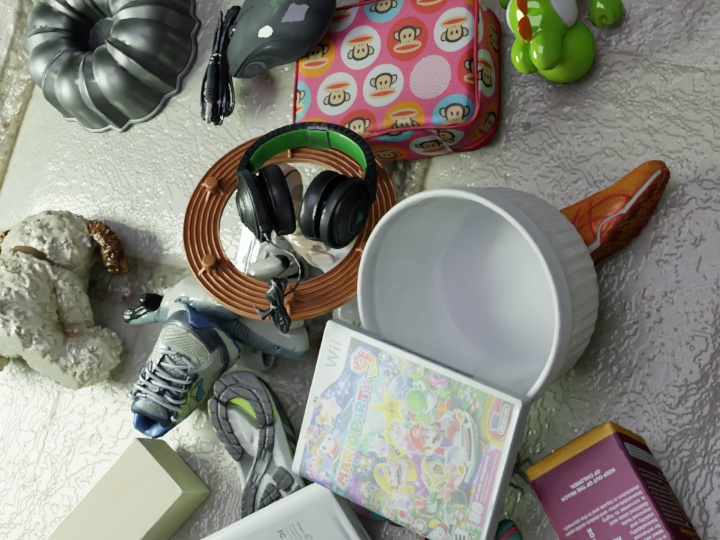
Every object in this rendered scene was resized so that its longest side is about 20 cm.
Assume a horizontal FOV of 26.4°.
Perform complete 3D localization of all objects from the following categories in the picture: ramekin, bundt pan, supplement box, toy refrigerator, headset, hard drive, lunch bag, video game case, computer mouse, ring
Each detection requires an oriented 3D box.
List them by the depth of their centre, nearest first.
[{"bbox_3d":[0.228,0.234,1.245,0.086,0.110,0.200,-33,65,15],"label":"supplement box"},{"bbox_3d":[0.038,0.140,1.287,0.200,0.018,0.144,21,105,32],"label":"video game case"},{"bbox_3d":[0.107,0.022,1.298,0.200,0.105,0.201,9,106,36],"label":"ramekin"},{"bbox_3d":[-0.052,-0.045,1.340,0.123,0.094,0.200,4,47,10],"label":"headset"},{"bbox_3d":[-0.064,-0.046,1.380,0.200,0.019,0.201,-4,60,7],"label":"ring"},{"bbox_3d":[-0.079,0.285,1.390,0.200,0.027,0.132,-28,99,16],"label":"hard drive"},{"bbox_3d":[0.033,-0.196,1.461,0.199,0.082,0.177,-5,74,24],"label":"lunch bag"},{"bbox_3d":[-0.244,0.260,1.485,0.076,0.070,0.200,44,98,20],"label":"toy refrigerator"},{"bbox_3d":[-0.102,-0.234,1.499,0.200,0.053,0.139,-21,55,48],"label":"computer mouse"},{"bbox_3d":[-0.275,-0.252,1.625,0.201,0.076,0.202,-7,73,24],"label":"bundt pan"}]

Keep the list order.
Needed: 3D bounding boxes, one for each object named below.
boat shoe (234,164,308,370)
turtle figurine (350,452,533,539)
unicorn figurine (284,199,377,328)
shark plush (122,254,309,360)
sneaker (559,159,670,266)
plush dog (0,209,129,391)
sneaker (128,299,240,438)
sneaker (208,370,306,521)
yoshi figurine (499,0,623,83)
[{"bbox_3d":[-0.084,-0.002,1.475,0.066,0.072,0.200,17,86,23],"label":"boat shoe"},{"bbox_3d":[0.086,0.210,1.330,0.200,0.101,0.150,25,89,34],"label":"turtle figurine"},{"bbox_3d":[0.000,0.000,1.403,0.137,0.074,0.201,-8,78,-5],"label":"unicorn figurine"},{"bbox_3d":[-0.144,0.049,1.433,0.199,0.091,0.083,-7,116,20],"label":"shark plush"},{"bbox_3d":[0.187,-0.034,1.353,0.200,0.073,0.077,-41,67,10],"label":"sneaker"},{"bbox_3d":[-0.334,0.010,1.561,0.199,0.161,0.172,4,52,24],"label":"plush dog"},{"bbox_3d":[-0.170,0.102,1.420,0.077,0.200,0.085,32,58,5],"label":"sneaker"},{"bbox_3d":[-0.078,0.186,1.426,0.074,0.081,0.201,-14,90,14],"label":"sneaker"},{"bbox_3d":[0.184,-0.256,1.416,0.112,0.112,0.200,19,66,-12],"label":"yoshi figurine"}]
